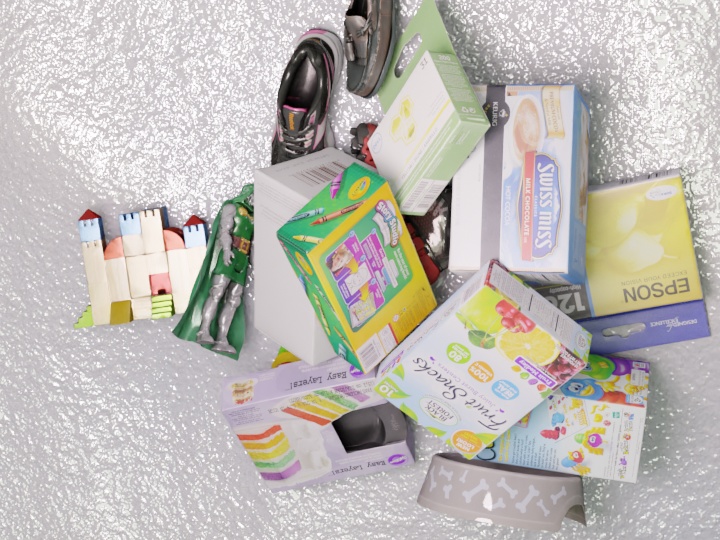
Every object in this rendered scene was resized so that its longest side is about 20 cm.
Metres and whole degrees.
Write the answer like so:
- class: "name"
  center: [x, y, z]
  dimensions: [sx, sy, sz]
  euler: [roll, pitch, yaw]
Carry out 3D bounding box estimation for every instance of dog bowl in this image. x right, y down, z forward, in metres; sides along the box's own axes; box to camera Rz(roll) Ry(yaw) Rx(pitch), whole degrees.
- class: "dog bowl"
  center: [0.165, 0.251, 1.609]
  dimensions: [0.197, 0.200, 0.060]
  euler: [7, 88, 10]

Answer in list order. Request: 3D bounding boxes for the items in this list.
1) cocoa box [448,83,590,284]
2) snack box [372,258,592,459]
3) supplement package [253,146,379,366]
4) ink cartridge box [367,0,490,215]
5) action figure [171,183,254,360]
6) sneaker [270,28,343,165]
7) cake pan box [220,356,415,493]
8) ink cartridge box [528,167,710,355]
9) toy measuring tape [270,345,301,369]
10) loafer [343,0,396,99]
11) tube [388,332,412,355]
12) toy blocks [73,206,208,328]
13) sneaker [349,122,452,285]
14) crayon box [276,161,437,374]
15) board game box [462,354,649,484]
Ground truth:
- class: "cocoa box"
  center: [0.175, -0.089, 1.509]
  dimensions: [0.129, 0.133, 0.203]
  euler: [1, 85, 17]
- class: "snack box"
  center: [0.128, 0.098, 1.489]
  dimensions: [0.142, 0.053, 0.200]
  euler: [37, 127, -11]
- class: "supplement package"
  center: [-0.043, -0.017, 1.578]
  dimensions: [0.117, 0.116, 0.202]
  euler: [29, 127, 41]
- class: "ink cartridge box"
  center: [0.056, -0.182, 1.502]
  dimensions: [0.146, 0.047, 0.202]
  euler: [-54, 45, 41]
- class: "action figure"
  center: [-0.151, -0.007, 1.643]
  dimensions: [0.054, 0.118, 0.203]
  euler: [2, 73, 33]
- class: "sneaker"
  center: [-0.072, -0.171, 1.599]
  dimensions: [0.079, 0.086, 0.203]
  euler: [8, 107, 12]
- class: "cake pan box"
  center: [-0.043, 0.178, 1.651]
  dimensions: [0.197, 0.053, 0.185]
  euler: [-12, 139, 9]
- class: "ink cartridge box"
  center: [0.283, 0.002, 1.591]
  dimensions: [0.195, 0.047, 0.203]
  euler: [-11, 100, 15]
- class: "toy measuring tape"
  center: [-0.083, 0.158, 1.698]
  dimensions: [0.073, 0.074, 0.202]
  euler: [22, 115, 5]
- class: "loafer"
  center: [0.004, -0.294, 1.551]
  dimensions: [0.062, 0.072, 0.203]
  euler: [5, 103, -34]
- class: "tube"
  center: [0.038, 0.100, 1.670]
  dimensions: [0.197, 0.052, 0.059]
  euler: [-4, 61, 22]
- class: "toy blocks"
  center: [-0.253, -0.014, 1.684]
  dimensions: [0.197, 0.100, 0.139]
  euler: [-8, 95, 3]
- class: "sneaker"
  center: [0.060, -0.087, 1.603]
  dimensions: [0.097, 0.071, 0.202]
  euler: [-28, 86, 0]
- class: "crayon box"
  center: [0.000, 0.000, 1.497]
  dimensions: [0.058, 0.119, 0.201]
  euler: [30, 155, 42]
- class: "board game box"
  center: [0.224, 0.159, 1.606]
  dimensions: [0.197, 0.103, 0.106]
  euler: [8, 118, 10]
